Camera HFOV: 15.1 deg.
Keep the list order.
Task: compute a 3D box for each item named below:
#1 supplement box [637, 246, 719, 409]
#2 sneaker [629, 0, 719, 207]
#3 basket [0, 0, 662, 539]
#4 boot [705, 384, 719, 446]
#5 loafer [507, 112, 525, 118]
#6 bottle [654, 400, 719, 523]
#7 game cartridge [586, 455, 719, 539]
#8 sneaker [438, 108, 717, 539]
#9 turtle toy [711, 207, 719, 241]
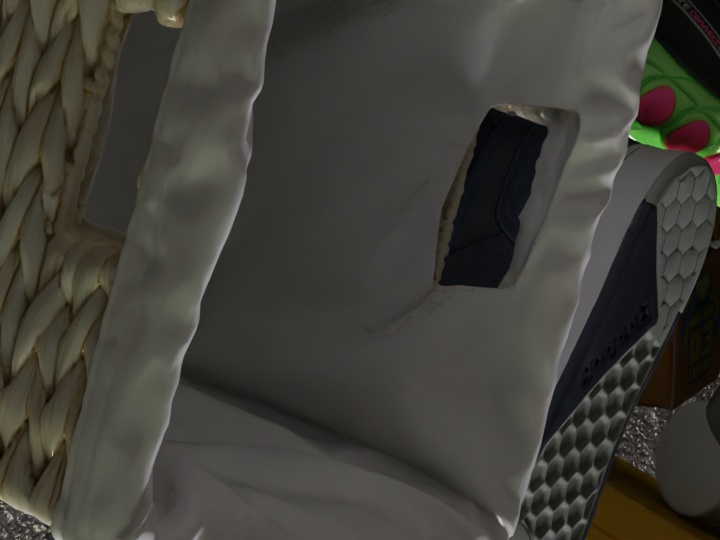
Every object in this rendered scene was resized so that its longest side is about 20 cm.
[{"bbox_3d":[0.058,0.017,1.201,0.199,0.069,0.066,3,-168,28],"label":"supplement box"},{"bbox_3d":[0.148,-0.049,0.897,0.076,0.084,0.200,3,159,45],"label":"sneaker"},{"bbox_3d":[-0.041,-0.037,0.719,0.160,0.199,0.200,18,-175,32],"label":"basket"},{"bbox_3d":[0.230,-0.004,0.866,0.187,0.200,0.069,16,-143,-35],"label":"boot"},{"bbox_3d":[0.127,-0.080,1.000,0.199,0.070,0.070,5,-143,35],"label":"loafer"},{"bbox_3d":[0.210,0.091,1.130,0.199,0.066,0.083,12,175,-37],"label":"bottle"},{"bbox_3d":[0.115,0.105,1.140,0.176,0.033,0.200,30,-176,24],"label":"game cartridge"},{"bbox_3d":[0.006,0.036,0.844,0.146,0.203,0.077,21,167,28],"label":"sneaker"},{"bbox_3d":[0.082,-0.069,1.205,0.145,0.102,0.200,-5,-169,-27],"label":"turtle toy"}]
